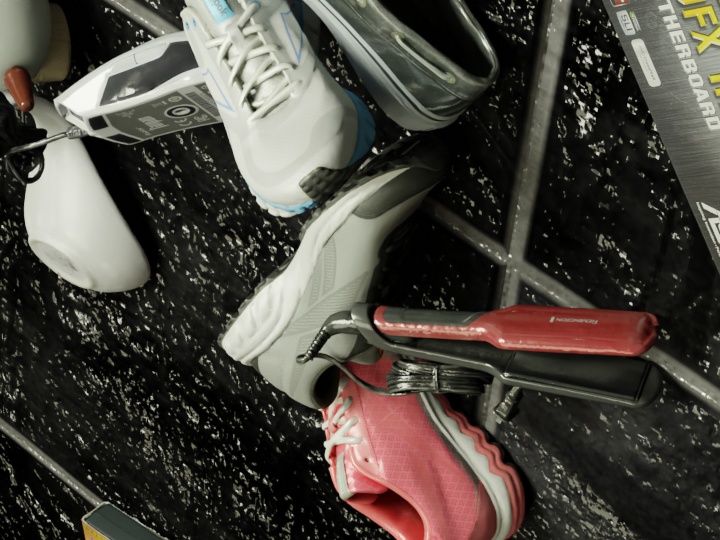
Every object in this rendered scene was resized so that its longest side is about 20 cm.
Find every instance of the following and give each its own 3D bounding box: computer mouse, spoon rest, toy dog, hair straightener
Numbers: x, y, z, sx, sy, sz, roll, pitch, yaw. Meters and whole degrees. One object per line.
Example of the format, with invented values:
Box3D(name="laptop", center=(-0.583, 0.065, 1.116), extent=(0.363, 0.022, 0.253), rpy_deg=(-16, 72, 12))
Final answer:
Box3D(name="computer mouse", center=(-0.134, -0.101, 1.274), extent=(0.199, 0.110, 0.044), rpy_deg=(-14, 72, 16))
Box3D(name="spoon rest", center=(-0.194, -0.052, 1.427), extent=(0.099, 0.061, 0.200), rpy_deg=(22, 158, 32))
Box3D(name="toy dog", center=(-0.210, -0.174, 1.310), extent=(0.096, 0.131, 0.201), rpy_deg=(52, 163, 44))
Box3D(name="hair straightener", center=(0.062, 0.056, 1.182), extent=(0.199, 0.041, 0.077), rpy_deg=(0, 126, 16))

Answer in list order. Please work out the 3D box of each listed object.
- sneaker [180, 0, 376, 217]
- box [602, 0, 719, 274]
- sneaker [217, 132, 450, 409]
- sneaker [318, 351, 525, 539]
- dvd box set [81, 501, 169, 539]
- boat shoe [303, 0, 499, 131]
Box3D(name="sneaker", center=(-0.055, -0.105, 1.127), extent=(0.087, 0.075, 0.200), rpy_deg=(48, -170, -39))
Box3D(name="box", center=(0.195, -0.082, 0.959), extent=(0.158, 0.048, 0.201), rpy_deg=(-4, 117, 52))
Box3D(name="sneaker", center=(0.000, 0.000, 1.227), extent=(0.079, 0.074, 0.200), rpy_deg=(42, 131, 6))
Box3D(name="sneaker", center=(0.009, 0.090, 1.298), extent=(0.200, 0.087, 0.074), rpy_deg=(49, 145, 7))
Box3D(name="dvd box set", center=(-0.142, 0.284, 1.697), extent=(0.146, 0.029, 0.201), rpy_deg=(27, 138, 34))
Box3D(name="boat shoe", center=(0.000, -0.163, 1.115), extent=(0.200, 0.072, 0.071), rpy_deg=(48, 139, -12))
